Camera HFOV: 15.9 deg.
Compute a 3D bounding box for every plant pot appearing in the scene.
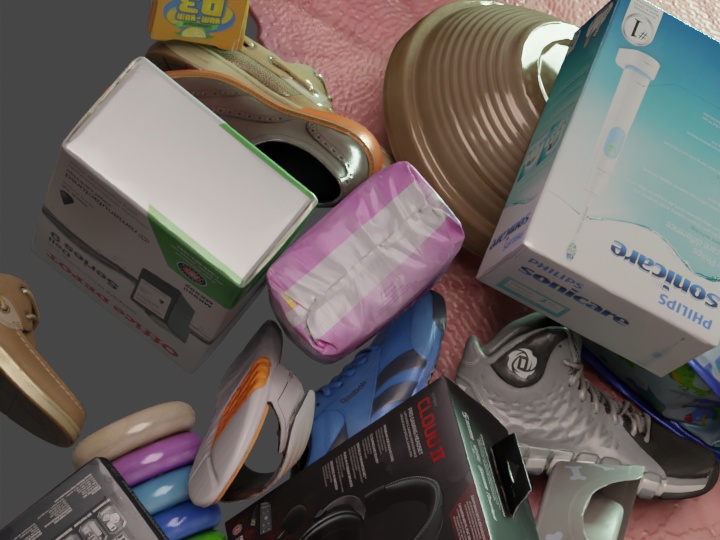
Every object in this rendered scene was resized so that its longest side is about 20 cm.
[{"bbox_3d":[0.121,-0.109,1.781,0.200,0.093,0.202,18,57,-30],"label":"plant pot"}]

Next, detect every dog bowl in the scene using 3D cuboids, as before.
[{"bbox_3d":[0.128,0.213,1.643,0.058,0.200,0.201,16,66,7],"label":"dog bowl"}]

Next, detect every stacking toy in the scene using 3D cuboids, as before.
[{"bbox_3d":[-0.109,0.189,1.650,0.085,0.085,0.201,-21,81,-21],"label":"stacking toy"}]

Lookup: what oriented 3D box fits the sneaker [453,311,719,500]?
[{"bbox_3d":[0.157,0.084,1.736,0.199,0.075,0.116,10,101,-11],"label":"sneaker"}]

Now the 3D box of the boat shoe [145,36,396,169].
[{"bbox_3d":[-0.049,-0.114,1.776,0.200,0.071,0.065,34,58,-2],"label":"boat shoe"}]

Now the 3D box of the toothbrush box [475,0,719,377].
[{"bbox_3d":[0.184,-0.056,1.678,0.146,0.085,0.201,27,66,-11],"label":"toothbrush box"}]

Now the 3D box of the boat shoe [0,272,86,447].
[{"bbox_3d":[-0.240,0.028,1.677,0.064,0.071,0.200,-40,83,-24],"label":"boat shoe"}]

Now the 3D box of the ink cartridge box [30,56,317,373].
[{"bbox_3d":[-0.124,-0.030,1.661,0.146,0.200,0.084,38,68,2],"label":"ink cartridge box"}]

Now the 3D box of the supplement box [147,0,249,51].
[{"bbox_3d":[-0.108,-0.242,1.782,0.066,0.069,0.201,7,47,-11],"label":"supplement box"}]

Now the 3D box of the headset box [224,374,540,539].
[{"bbox_3d":[0.023,0.172,1.581,0.077,0.200,0.149,40,23,-37],"label":"headset box"}]

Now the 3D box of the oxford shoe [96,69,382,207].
[{"bbox_3d":[-0.089,-0.085,1.703,0.199,0.072,0.073,11,22,14],"label":"oxford shoe"}]

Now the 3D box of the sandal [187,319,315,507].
[{"bbox_3d":[-0.058,0.093,1.651,0.059,0.079,0.207,34,22,-8],"label":"sandal"}]

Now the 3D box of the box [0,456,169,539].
[{"bbox_3d":[-0.190,0.236,1.587,0.200,0.051,0.158,-38,82,-2],"label":"box"}]

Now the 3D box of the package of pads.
[{"bbox_3d":[0.000,0.000,1.646,0.120,0.200,0.076,-39,88,-4],"label":"package of pads"}]

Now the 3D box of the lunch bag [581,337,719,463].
[{"bbox_3d":[0.262,0.030,1.788,0.200,0.127,0.170,42,66,-8],"label":"lunch bag"}]

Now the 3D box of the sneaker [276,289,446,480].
[{"bbox_3d":[-0.004,0.089,1.720,0.078,0.066,0.201,26,66,-5],"label":"sneaker"}]
